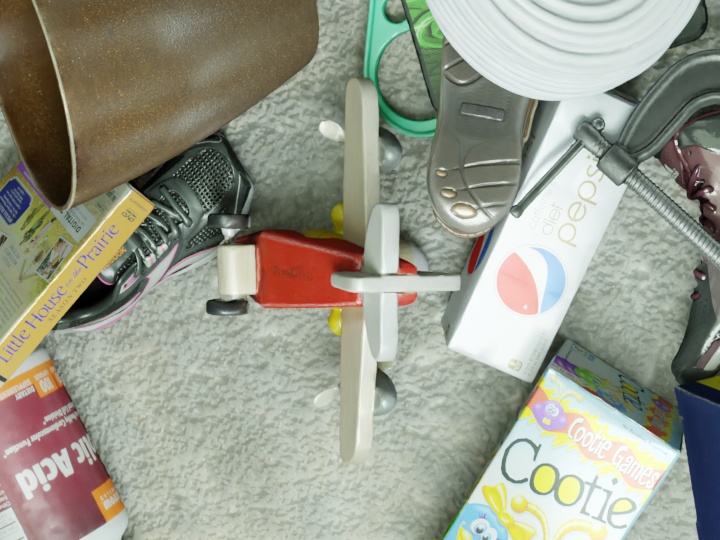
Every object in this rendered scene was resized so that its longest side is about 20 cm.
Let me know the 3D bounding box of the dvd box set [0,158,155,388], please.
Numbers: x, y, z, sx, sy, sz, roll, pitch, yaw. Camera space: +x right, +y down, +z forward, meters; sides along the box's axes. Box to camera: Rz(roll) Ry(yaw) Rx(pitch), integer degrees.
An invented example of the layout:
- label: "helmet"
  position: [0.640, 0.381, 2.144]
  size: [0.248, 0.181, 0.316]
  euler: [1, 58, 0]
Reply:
- label: "dvd box set"
  position: [-0.246, -0.006, 1.086]
  size: [0.200, 0.029, 0.146]
  euler: [-50, 41, 0]

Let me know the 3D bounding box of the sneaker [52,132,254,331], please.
- label: "sneaker"
  position: [-0.161, -0.016, 1.104]
  size: [0.080, 0.086, 0.200]
  euler: [46, 106, 2]

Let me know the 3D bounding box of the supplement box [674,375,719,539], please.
- label: "supplement box"
  position: [0.315, 0.111, 0.949]
  size: [0.198, 0.109, 0.110]
  euler: [-11, 97, -9]

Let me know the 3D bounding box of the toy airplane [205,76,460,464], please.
- label: "toy airplane"
  position: [0.000, 0.000, 1.036]
  size: [0.201, 0.140, 0.200]
  euler: [-54, 54, 34]

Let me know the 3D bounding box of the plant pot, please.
- label: "plant pot"
  position: [-0.136, -0.159, 1.017]
  size: [0.198, 0.187, 0.189]
  euler: [-20, 95, -23]

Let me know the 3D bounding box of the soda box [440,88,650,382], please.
- label: "soda box"
  position: [0.125, -0.032, 1.030]
  size: [0.067, 0.064, 0.202]
  euler: [22, 104, -8]

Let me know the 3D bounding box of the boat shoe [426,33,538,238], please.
- label: "boat shoe"
  position: [0.083, -0.115, 1.001]
  size: [0.075, 0.072, 0.202]
  euler: [16, 74, 4]

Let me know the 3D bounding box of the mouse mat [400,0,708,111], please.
- label: "mouse mat"
  position: [0.123, -0.208, 1.030]
  size: [0.198, 0.008, 0.163]
  euler: [-16, 95, 11]

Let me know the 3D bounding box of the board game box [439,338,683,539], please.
- label: "board game box"
  position: [0.128, 0.166, 1.047]
  size: [0.102, 0.105, 0.201]
  euler: [32, 105, 8]

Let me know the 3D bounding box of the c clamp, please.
- label: "c clamp"
  position: [0.224, -0.045, 0.961]
  size: [0.199, 0.027, 0.171]
  euler: [37, 90, 8]

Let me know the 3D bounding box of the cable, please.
- label: "cable"
  position: [0.130, -0.211, 0.946]
  size: [0.198, 0.069, 0.202]
  euler: [-19, 91, -18]

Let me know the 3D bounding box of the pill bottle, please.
- label: "pill bottle"
  position: [-0.245, 0.170, 1.141]
  size: [0.113, 0.114, 0.202]
  euler: [-26, 92, 17]

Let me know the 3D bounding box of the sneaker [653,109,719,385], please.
- label: "sneaker"
  position: [0.231, -0.030, 1.008]
  size: [0.115, 0.076, 0.201]
  euler: [30, 95, 8]

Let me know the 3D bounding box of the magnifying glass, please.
- label: "magnifying glass"
  position: [0.023, -0.191, 1.061]
  size: [0.079, 0.022, 0.202]
  euler: [-18, 93, 16]
